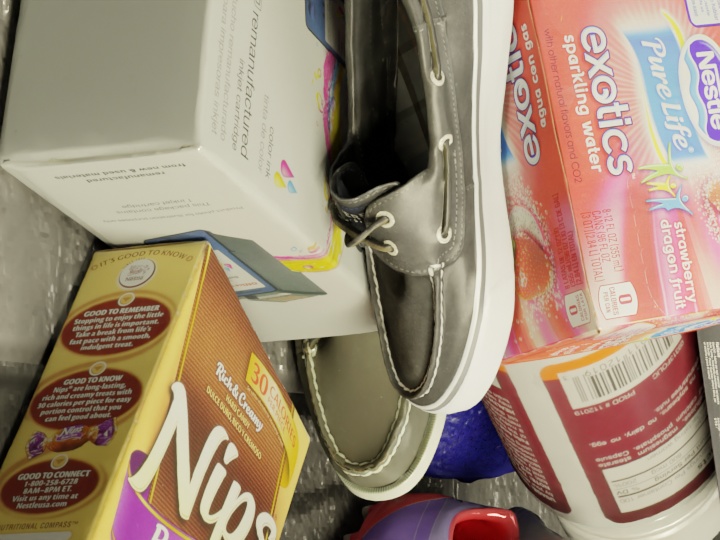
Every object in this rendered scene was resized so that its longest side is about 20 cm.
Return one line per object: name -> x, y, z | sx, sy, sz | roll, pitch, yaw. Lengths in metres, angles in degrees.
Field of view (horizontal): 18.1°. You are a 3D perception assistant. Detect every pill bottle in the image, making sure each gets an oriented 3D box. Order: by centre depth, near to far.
pill bottle -> 0.112, 0.046, 1.049 | 0.201, 0.113, 0.115 | 63, 32, -47

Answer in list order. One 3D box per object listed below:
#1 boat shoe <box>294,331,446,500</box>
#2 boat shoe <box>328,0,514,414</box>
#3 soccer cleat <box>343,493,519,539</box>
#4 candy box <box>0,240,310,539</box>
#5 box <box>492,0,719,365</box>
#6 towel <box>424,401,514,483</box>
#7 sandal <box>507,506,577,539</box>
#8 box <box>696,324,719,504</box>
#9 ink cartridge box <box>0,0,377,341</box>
boat shoe -> -0.003, 0.001, 1.018 | 0.060, 0.071, 0.204 | 41, 43, -60
boat shoe -> 0.017, -0.038, 0.861 | 0.066, 0.070, 0.202 | -11, 115, -35
soccer cleat -> 0.013, 0.163, 1.015 | 0.200, 0.076, 0.067 | -55, 134, -58
candy box -> -0.083, 0.100, 0.827 | 0.201, 0.056, 0.117 | -74, 149, -42
box -> 0.093, -0.072, 0.896 | 0.102, 0.095, 0.202 | -9, 83, -25
towel -> 0.102, 0.013, 1.140 | 0.147, 0.049, 0.201 | -11, 128, -53
sandal -> 0.084, 0.167, 1.085 | 0.059, 0.079, 0.207 | 45, -7, -8
box -> 0.189, 0.011, 1.034 | 0.161, 0.049, 0.202 | -46, 130, -60
ink cartridge box -> -0.050, -0.072, 0.897 | 0.200, 0.087, 0.147 | 44, 46, -60
